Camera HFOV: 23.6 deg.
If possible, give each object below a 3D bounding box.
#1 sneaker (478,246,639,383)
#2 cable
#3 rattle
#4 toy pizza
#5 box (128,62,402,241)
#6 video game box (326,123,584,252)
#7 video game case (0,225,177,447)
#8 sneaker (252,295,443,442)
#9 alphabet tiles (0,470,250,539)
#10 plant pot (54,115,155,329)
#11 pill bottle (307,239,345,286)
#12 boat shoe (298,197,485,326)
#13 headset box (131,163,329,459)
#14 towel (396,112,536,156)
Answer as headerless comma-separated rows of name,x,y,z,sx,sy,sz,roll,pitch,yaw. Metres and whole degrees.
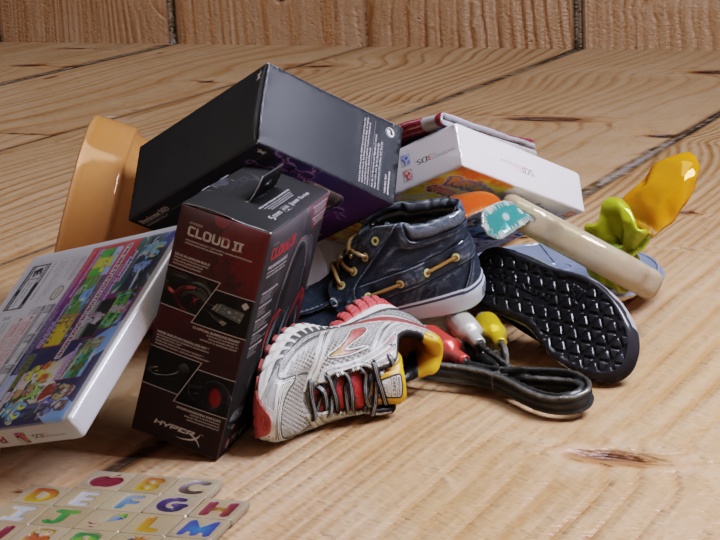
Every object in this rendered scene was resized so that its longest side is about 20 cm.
sneaker,0.174,0.036,1.452,0.083,0.072,0.200,30,5,-44
cable,0.102,0.071,1.371,0.096,0.051,0.200,-12,15,-23
rattle,0.188,-0.067,1.482,0.199,0.143,0.130,29,20,-19
toy pizza,0.187,0.011,1.631,0.198,0.032,0.200,-2,15,1
box,-0.082,-0.080,1.440,0.140,0.080,0.199,25,-30,-30
video game box,0.076,-0.061,1.562,0.181,0.047,0.199,-24,-24,34
video game case,-0.227,0.052,1.294,0.181,0.023,0.201,-10,38,38
sneaker,-0.010,0.076,1.319,0.082,0.079,0.199,21,33,32
alphabet tiles,-0.172,0.170,1.123,0.165,0.006,0.200,1,15,18
plant pot,-0.198,-0.027,1.582,0.139,0.202,0.200,14,13,-4
pill bottle,-0.045,-0.024,1.652,0.111,0.113,0.200,1,14,15
boat shoe,0.000,0.000,1.430,0.198,0.092,0.071,-15,27,1
headset box,-0.093,0.017,1.295,0.074,0.202,0.149,18,18,11
towel,0.042,-0.102,1.564,0.199,0.023,0.143,-15,-18,41
